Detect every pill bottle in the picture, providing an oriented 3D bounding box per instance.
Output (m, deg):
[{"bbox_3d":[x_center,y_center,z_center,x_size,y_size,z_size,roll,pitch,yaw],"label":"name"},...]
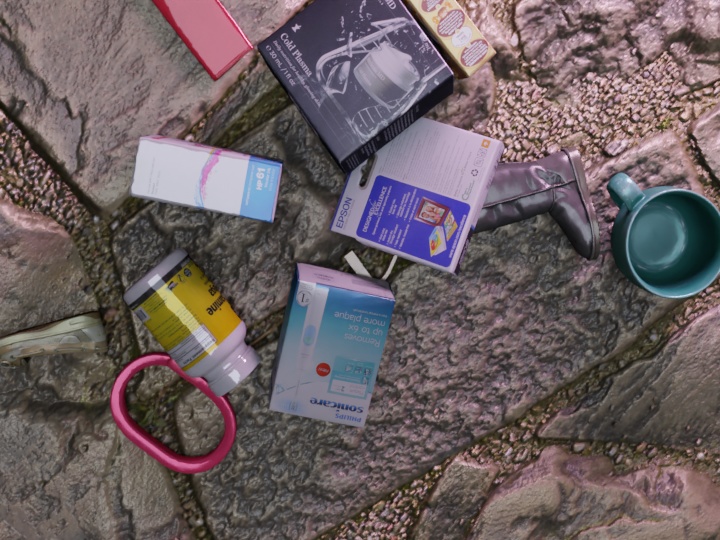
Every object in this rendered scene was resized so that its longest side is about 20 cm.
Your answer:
[{"bbox_3d":[-0.235,0.077,1.562,0.112,0.112,0.201,-38,99,2],"label":"pill bottle"}]

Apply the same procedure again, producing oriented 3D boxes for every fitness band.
[{"bbox_3d":[-0.275,0.210,1.618,0.199,0.037,0.144,38,97,-6],"label":"fitness band"}]

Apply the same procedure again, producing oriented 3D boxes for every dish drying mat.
[{"bbox_3d":[-0.240,-0.373,1.550,0.076,0.018,0.201,-38,99,3],"label":"dish drying mat"}]

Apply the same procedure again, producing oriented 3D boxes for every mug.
[{"bbox_3d":[0.436,-0.059,1.579,0.149,0.114,0.189,-11,97,-1],"label":"mug"}]

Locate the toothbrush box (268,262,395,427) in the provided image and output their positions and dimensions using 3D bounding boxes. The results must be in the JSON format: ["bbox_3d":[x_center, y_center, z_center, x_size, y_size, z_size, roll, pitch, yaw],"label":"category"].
[{"bbox_3d":[-0.044,0.108,1.573,0.144,0.085,0.203,12,107,-8],"label":"toothbrush box"}]

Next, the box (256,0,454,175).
[{"bbox_3d":[-0.004,-0.276,1.506,0.196,0.124,0.201,-37,86,0],"label":"box"}]

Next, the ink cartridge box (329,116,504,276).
[{"bbox_3d":[0.079,-0.116,1.559,0.197,0.047,0.201,20,87,22],"label":"ink cartridge box"}]

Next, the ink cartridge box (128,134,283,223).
[{"bbox_3d":[-0.210,-0.129,1.519,0.196,0.145,0.086,9,97,-5],"label":"ink cartridge box"}]

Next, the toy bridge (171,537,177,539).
[{"bbox_3d":[-0.216,0.479,1.651,0.067,0.027,0.200,-41,99,3],"label":"toy bridge"}]

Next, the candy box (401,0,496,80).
[{"bbox_3d":[0.100,-0.360,1.520,0.055,0.115,0.201,-39,98,3],"label":"candy box"}]

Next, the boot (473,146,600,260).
[{"bbox_3d":[0.235,-0.081,1.588,0.197,0.073,0.185,-16,85,-8],"label":"boot"}]

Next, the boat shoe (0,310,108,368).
[{"bbox_3d":[-0.465,0.113,1.576,0.197,0.073,0.064,-16,94,-8],"label":"boat shoe"}]

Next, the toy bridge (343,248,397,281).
[{"bbox_3d":[0.000,0.000,1.607,0.199,0.027,0.068,-38,98,3],"label":"toy bridge"}]
